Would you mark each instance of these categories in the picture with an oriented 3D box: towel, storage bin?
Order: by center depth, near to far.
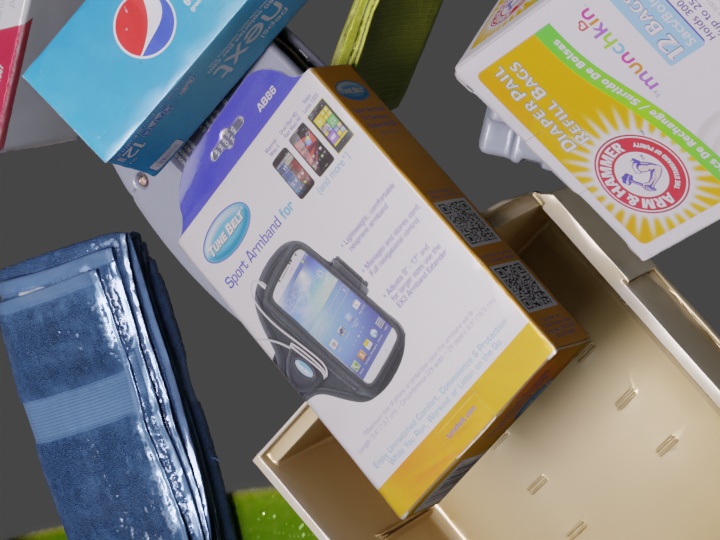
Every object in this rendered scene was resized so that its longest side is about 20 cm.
[{"bbox_3d":[0.036,-0.161,0.968,0.018,0.086,0.201,32,115,21],"label":"towel"},{"bbox_3d":[0.089,0.096,0.988,0.200,0.094,0.199,49,120,13],"label":"storage bin"},{"bbox_3d":[-0.141,0.085,1.146,0.111,0.048,0.201,-16,92,33],"label":"towel"}]

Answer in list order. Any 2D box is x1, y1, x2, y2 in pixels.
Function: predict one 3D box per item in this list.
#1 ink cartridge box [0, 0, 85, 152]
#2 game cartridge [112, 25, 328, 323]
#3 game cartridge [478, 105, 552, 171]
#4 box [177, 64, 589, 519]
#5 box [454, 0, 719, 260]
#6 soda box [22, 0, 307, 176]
[{"bbox_3d":[-0.237,-0.171,1.127,0.199,0.083,0.146,25,112,23],"label":"ink cartridge box"},{"bbox_3d":[-0.045,-0.044,1.071,0.200,0.041,0.133,46,115,15],"label":"game cartridge"},{"bbox_3d":[0.162,-0.095,0.893,0.199,0.042,0.134,12,105,-2],"label":"game cartridge"},{"bbox_3d":[0.000,0.000,0.946,0.200,0.041,0.119,51,120,19],"label":"box"},{"bbox_3d":[0.147,-0.107,0.737,0.112,0.102,0.200,44,137,-13],"label":"box"},{"bbox_3d":[-0.072,-0.145,1.014,0.068,0.064,0.200,45,99,15],"label":"soda box"}]
